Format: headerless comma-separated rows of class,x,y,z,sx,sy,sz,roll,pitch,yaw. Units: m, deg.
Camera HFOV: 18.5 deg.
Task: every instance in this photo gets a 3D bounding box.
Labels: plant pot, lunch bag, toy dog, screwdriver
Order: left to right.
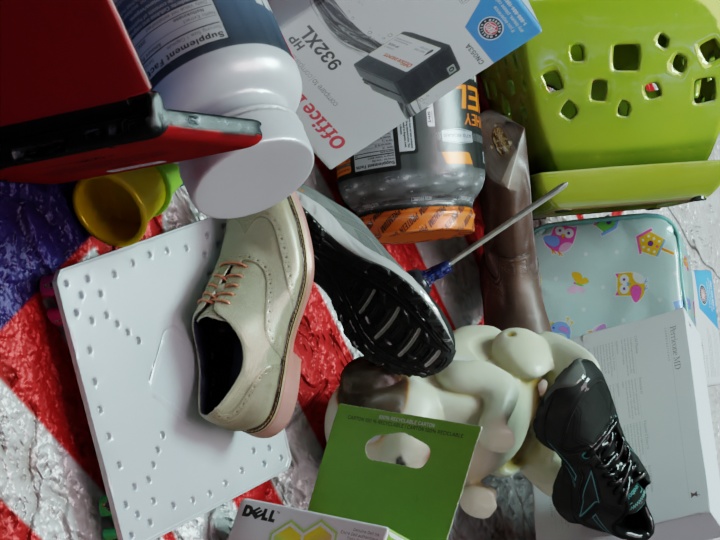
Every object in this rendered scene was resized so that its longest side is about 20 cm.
toy dog,0.065,0.108,1.757,0.199,0.194,0.140,-13,137,-38
screwdriver,0.087,-0.012,1.796,0.029,0.199,0.028,63,9,16
lunch bag,0.219,0.047,1.983,0.077,0.159,0.201,26,59,-75
plant pot,0.216,-0.142,1.925,0.200,0.198,0.183,163,-78,-83

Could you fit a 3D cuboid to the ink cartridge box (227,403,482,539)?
ink cartridge box,-0.014,0.187,1.605,0.076,0.147,0.201,33,70,-45

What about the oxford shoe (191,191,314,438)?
oxford shoe,-0.082,0.018,1.603,0.074,0.071,0.201,14,71,-49

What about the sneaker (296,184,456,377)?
sneaker,0.000,0.000,1.701,0.200,0.074,0.079,43,28,8

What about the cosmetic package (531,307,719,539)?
cosmetic package,0.219,0.142,1.854,0.052,0.150,0.201,48,32,-47

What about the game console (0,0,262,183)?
game console,-0.189,-0.128,1.418,0.172,0.199,0.120,1,83,-53

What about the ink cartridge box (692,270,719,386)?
ink cartridge box,0.269,0.060,2.119,0.200,0.068,0.117,1,81,-54

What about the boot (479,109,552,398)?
boot,0.127,-0.013,1.848,0.187,0.064,0.201,-106,-171,-46

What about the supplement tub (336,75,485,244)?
supplement tub,0.037,-0.126,1.794,0.122,0.122,0.201,0,83,-54

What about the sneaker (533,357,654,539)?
sneaker,0.189,0.141,1.713,0.075,0.079,0.200,-45,145,-19

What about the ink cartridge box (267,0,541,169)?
ink cartridge box,0.011,-0.191,1.657,0.145,0.199,0.084,45,18,-43

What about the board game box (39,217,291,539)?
board game box,-0.138,0.076,1.594,0.200,0.026,0.201,-22,101,-53

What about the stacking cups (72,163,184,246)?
stacking cups,-0.139,-0.094,1.611,0.061,0.060,0.200,64,34,-23

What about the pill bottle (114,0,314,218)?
pill bottle,-0.108,-0.142,1.540,0.119,0.119,0.201,14,45,-52
